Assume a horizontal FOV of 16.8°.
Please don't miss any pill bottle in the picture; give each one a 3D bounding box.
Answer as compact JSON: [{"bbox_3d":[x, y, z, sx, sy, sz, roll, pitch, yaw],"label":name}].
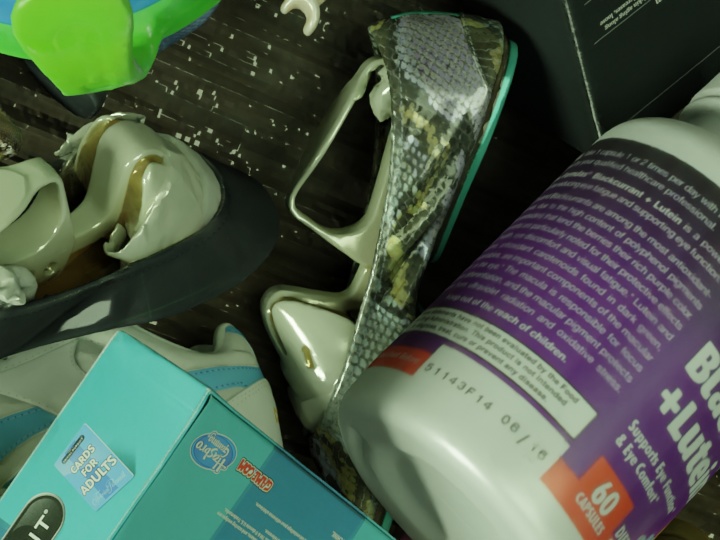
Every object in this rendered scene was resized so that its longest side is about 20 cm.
[{"bbox_3d":[0.096,0.018,0.852,0.200,0.111,0.112,-44,115,-18],"label":"pill bottle"}]

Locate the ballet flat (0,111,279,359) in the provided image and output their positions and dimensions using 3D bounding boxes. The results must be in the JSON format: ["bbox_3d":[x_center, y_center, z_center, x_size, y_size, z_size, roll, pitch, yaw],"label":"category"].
[{"bbox_3d":[-0.098,-0.013,0.813,0.199,0.073,0.074,-21,108,-39],"label":"ballet flat"}]

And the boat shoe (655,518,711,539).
[{"bbox_3d":[0.086,0.193,0.977,0.201,0.073,0.065,-55,136,-8],"label":"boat shoe"}]

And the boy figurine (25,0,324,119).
[{"bbox_3d":[-0.045,-0.140,0.847,0.200,0.064,0.124,-44,103,-12],"label":"boy figurine"}]

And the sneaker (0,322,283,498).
[{"bbox_3d":[-0.120,0.057,0.837,0.199,0.076,0.081,3,65,-34],"label":"sneaker"}]

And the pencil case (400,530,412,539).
[{"bbox_3d":[0.027,0.154,0.926,0.086,0.083,0.201,28,86,-29],"label":"pencil case"}]

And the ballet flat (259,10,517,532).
[{"bbox_3d":[0.000,0.000,0.896,0.072,0.072,0.202,11,98,-28],"label":"ballet flat"}]

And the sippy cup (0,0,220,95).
[{"bbox_3d":[-0.097,-0.154,0.743,0.140,0.178,0.131,-43,158,-14],"label":"sippy cup"}]

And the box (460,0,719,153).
[{"bbox_3d":[0.126,-0.158,0.901,0.200,0.079,0.142,-39,136,-17],"label":"box"}]

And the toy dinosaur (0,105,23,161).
[{"bbox_3d":[-0.205,-0.077,0.787,0.200,0.047,0.089,40,65,-27],"label":"toy dinosaur"}]

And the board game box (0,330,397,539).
[{"bbox_3d":[-0.083,0.139,0.777,0.201,0.047,0.151,-55,143,-7],"label":"board game box"}]
